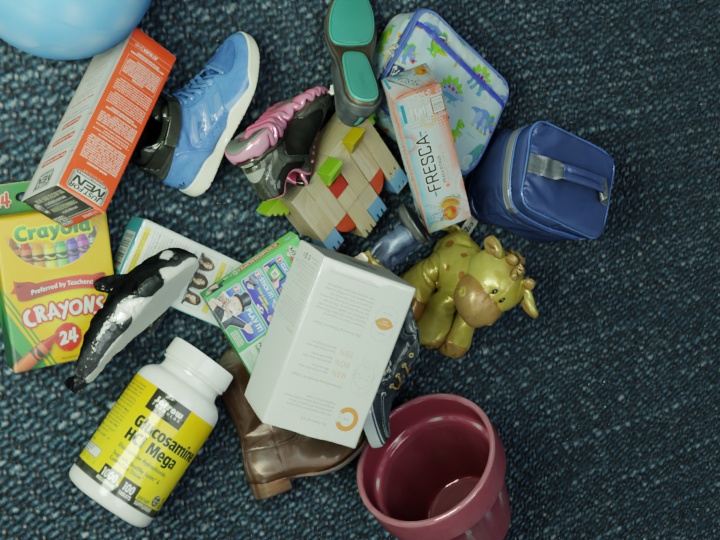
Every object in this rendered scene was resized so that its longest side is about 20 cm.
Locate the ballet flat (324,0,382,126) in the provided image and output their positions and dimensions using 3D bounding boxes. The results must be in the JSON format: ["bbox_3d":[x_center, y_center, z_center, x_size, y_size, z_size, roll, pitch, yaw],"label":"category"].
[{"bbox_3d":[-0.013,-0.261,1.286,0.072,0.073,0.203,17,51,-32],"label":"ballet flat"}]

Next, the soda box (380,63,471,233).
[{"bbox_3d":[0.084,-0.151,1.294,0.063,0.069,0.202,-19,126,-2],"label":"soda box"}]

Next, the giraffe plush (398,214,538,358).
[{"bbox_3d":[0.157,0.023,1.391,0.171,0.161,0.203,24,85,-31],"label":"giraffe plush"}]

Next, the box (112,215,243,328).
[{"bbox_3d":[-0.197,0.012,1.238,0.198,0.049,0.083,27,84,-32],"label":"box"}]

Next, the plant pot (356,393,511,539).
[{"bbox_3d":[0.119,0.298,1.405,0.201,0.199,0.180,-50,134,-16],"label":"plant pot"}]

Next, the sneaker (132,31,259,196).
[{"bbox_3d":[-0.197,-0.197,1.191,0.110,0.076,0.202,24,91,-41],"label":"sneaker"}]

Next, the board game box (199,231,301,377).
[{"bbox_3d":[-0.088,0.074,1.253,0.134,0.029,0.202,-34,113,-13],"label":"board game box"}]

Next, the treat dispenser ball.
[{"bbox_3d":[-0.303,-0.315,1.036,0.198,0.200,0.204,-5,100,-31],"label":"treat dispenser ball"}]

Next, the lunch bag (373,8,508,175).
[{"bbox_3d":[0.098,-0.237,1.368,0.199,0.082,0.162,38,74,-31],"label":"lunch bag"}]

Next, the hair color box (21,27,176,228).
[{"bbox_3d":[-0.279,-0.152,1.105,0.061,0.101,0.202,34,64,-31],"label":"hair color box"}]

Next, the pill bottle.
[{"bbox_3d":[-0.238,0.184,1.201,0.112,0.112,0.201,40,76,-29],"label":"pill bottle"}]

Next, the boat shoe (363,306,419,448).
[{"bbox_3d":[0.039,0.132,1.362,0.089,0.071,0.204,-7,96,6],"label":"boat shoe"}]

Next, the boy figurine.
[{"bbox_3d":[0.000,0.000,1.314,0.199,0.124,0.065,-36,80,13],"label":"boy figurine"}]

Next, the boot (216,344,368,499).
[{"bbox_3d":[-0.088,0.168,1.327,0.185,0.064,0.203,-22,104,-30],"label":"boot"}]

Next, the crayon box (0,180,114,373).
[{"bbox_3d":[-0.342,0.000,1.147,0.125,0.051,0.203,-12,103,-30],"label":"crayon box"}]

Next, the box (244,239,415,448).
[{"bbox_3d":[-0.038,0.085,1.204,0.123,0.097,0.203,19,96,-23],"label":"box"}]

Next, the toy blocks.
[{"bbox_3d":[-0.022,-0.102,1.315,0.201,0.099,0.137,-52,131,-17],"label":"toy blocks"}]

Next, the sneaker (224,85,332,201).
[{"bbox_3d":[-0.084,-0.150,1.239,0.096,0.078,0.200,59,41,-17],"label":"sneaker"}]

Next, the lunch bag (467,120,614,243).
[{"bbox_3d":[0.266,-0.118,1.449,0.198,0.132,0.138,16,81,-32],"label":"lunch bag"}]

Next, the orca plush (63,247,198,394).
[{"bbox_3d":[-0.270,0.042,1.148,0.071,0.105,0.201,35,84,13],"label":"orca plush"}]
